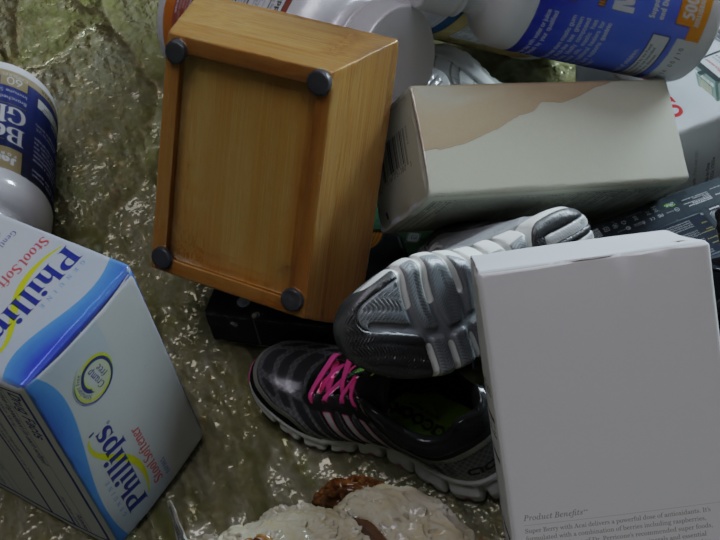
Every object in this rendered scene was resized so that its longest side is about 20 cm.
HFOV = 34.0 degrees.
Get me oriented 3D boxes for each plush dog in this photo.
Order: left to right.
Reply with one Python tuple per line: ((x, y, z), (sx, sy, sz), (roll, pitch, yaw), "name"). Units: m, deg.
((-0.008, 0.178, 0.664), (0.171, 0.161, 0.200), (-15, 43, -35), "plush dog")

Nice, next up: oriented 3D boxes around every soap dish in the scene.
((-0.064, -0.071, 0.793), (0.157, 0.201, 0.081), (18, 23, 24), "soap dish")

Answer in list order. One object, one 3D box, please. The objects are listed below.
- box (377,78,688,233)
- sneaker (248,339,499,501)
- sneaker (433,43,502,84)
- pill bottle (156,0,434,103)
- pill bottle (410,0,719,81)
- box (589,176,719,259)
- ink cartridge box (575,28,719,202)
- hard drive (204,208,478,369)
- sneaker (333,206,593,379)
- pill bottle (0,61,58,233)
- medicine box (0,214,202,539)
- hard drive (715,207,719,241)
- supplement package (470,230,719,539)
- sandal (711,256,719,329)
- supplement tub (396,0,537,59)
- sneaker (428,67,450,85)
((0.115, -0.079, 0.820), (0.199, 0.095, 0.078), (-5, 78, -22), "box")
((0.011, 0.079, 0.768), (0.199, 0.088, 0.074), (20, 55, 25), "sneaker")
((0.079, -0.114, 0.935), (0.200, 0.078, 0.099), (23, 62, 30), "sneaker")
((-0.048, -0.173, 0.875), (0.200, 0.112, 0.112), (22, 56, 35), "pill bottle")
((0.139, -0.201, 0.810), (0.199, 0.112, 0.112), (8, 46, -15), "pill bottle")
((0.234, 0.019, 0.804), (0.199, 0.051, 0.158), (-21, 49, -9), "box")
((0.287, -0.149, 0.918), (0.199, 0.084, 0.146), (-22, 48, -8), "ink cartridge box")
((0.000, 0.000, 0.874), (0.199, 0.038, 0.140), (4, 50, 15), "hard drive")
((0.049, 0.014, 0.762), (0.200, 0.075, 0.115), (-20, 11, -30), "sneaker")
((-0.300, -0.066, 0.939), (0.111, 0.111, 0.200), (-12, 48, 0), "pill bottle")
((-0.227, 0.060, 0.766), (0.200, 0.182, 0.103), (20, 56, 25), "medicine box")
((0.297, 0.050, 0.698), (0.139, 0.038, 0.201), (0, 69, -16), "hard drive")
((0.132, 0.086, 0.651), (0.121, 0.201, 0.120), (-7, 4, 4), "supplement package")
((0.185, 0.033, 0.737), (0.200, 0.043, 0.076), (-18, 49, -6), "sandal")
((0.110, -0.251, 0.953), (0.200, 0.145, 0.145), (3, 37, -38), "supplement tub")
((-0.020, -0.109, 0.938), (0.199, 0.080, 0.079), (-7, 43, 15), "sneaker")
